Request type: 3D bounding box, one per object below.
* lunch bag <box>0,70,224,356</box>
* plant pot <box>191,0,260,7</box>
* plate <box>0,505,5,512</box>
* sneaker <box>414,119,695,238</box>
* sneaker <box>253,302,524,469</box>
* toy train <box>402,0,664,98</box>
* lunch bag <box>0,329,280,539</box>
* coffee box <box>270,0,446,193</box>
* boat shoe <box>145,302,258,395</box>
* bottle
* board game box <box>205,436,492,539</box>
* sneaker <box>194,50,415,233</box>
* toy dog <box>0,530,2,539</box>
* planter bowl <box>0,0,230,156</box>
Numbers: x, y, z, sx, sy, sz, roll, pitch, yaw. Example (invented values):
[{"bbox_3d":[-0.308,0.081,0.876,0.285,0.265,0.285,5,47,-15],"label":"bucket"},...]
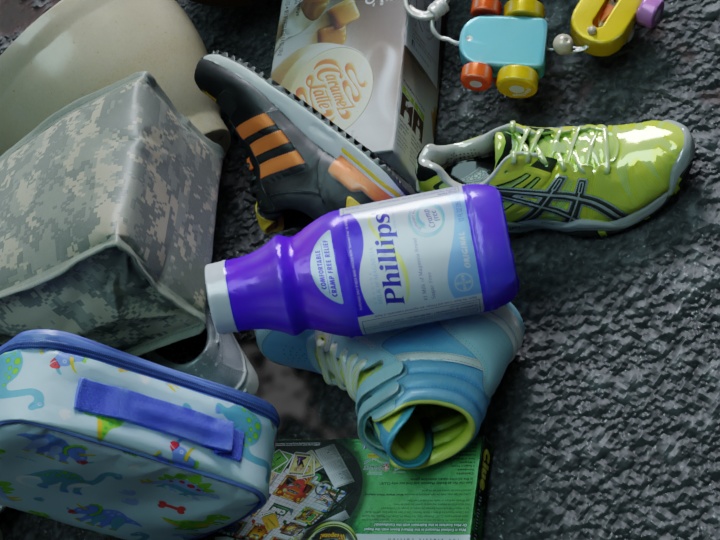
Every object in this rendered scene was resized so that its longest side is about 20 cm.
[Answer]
[{"bbox_3d":[-0.203,-0.015,1.127,0.199,0.118,0.165,-21,45,24],"label":"lunch bag"},{"bbox_3d":[-0.080,-0.332,1.271,0.200,0.186,0.187,-30,43,56],"label":"plant pot"},{"bbox_3d":[-0.373,0.162,1.287,0.200,0.032,0.200,-34,53,6],"label":"plate"},{"bbox_3d":[0.131,-0.067,1.136,0.199,0.076,0.076,-13,56,18],"label":"sneaker"},{"bbox_3d":[0.001,0.071,1.104,0.199,0.080,0.131,-2,45,27],"label":"sneaker"},{"bbox_3d":[0.138,-0.205,1.209,0.199,0.056,0.151,-32,66,-6],"label":"toy train"},{"bbox_3d":[-0.162,0.112,1.074,0.161,0.199,0.083,-35,42,52],"label":"lunch bag"},{"bbox_3d":[-0.002,-0.152,1.246,0.114,0.080,0.201,-4,62,24],"label":"coffee box"},{"bbox_3d":[-0.136,0.033,1.196,0.070,0.072,0.201,-36,37,-6],"label":"boat shoe"},{"bbox_3d":[0.000,0.000,1.066,0.199,0.065,0.084,-10,78,3],"label":"bottle"},{"bbox_3d":[-0.011,0.165,1.110,0.199,0.023,0.105,-3,60,26],"label":"board game box"},{"bbox_3d":[-0.059,-0.076,1.147,0.200,0.070,0.090,36,92,25],"label":"sneaker"},{"bbox_3d":[-0.302,0.084,1.213,0.193,0.140,0.201,1,51,33],"label":"toy dog"},{"bbox_3d":[-0.186,-0.112,1.266,0.200,0.200,0.135,-42,80,0],"label":"planter bowl"}]
